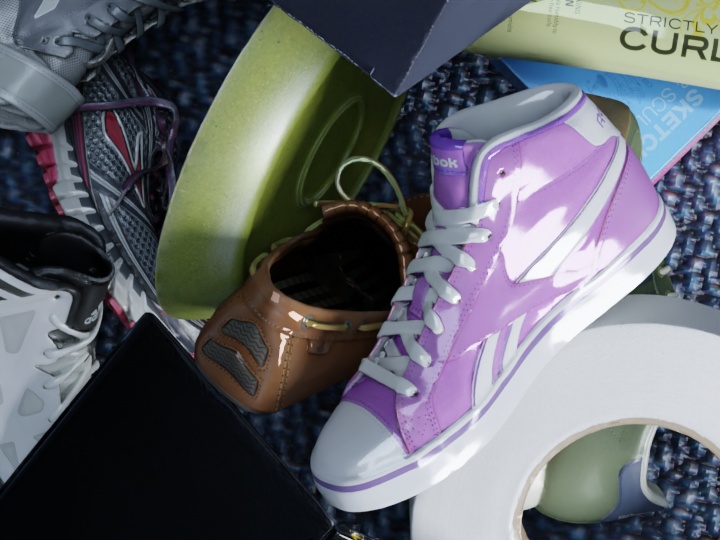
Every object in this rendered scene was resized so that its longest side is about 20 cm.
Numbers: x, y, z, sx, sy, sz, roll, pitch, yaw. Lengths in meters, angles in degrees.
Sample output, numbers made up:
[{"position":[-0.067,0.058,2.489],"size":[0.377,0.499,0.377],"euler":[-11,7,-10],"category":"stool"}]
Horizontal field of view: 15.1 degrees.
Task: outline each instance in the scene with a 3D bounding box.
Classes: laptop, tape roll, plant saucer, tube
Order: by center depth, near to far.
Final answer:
[{"position":[-0.024,-0.059,1.220],"size":[0.031,0.200,0.201],"euler":[30,86,15],"category":"plant saucer"},{"position":[0.121,0.109,1.231],"size":[0.202,0.037,0.204],"euler":[0,112,0],"category":"tape roll"},{"position":[-0.060,0.154,1.234],"size":[0.199,0.116,0.187],"euler":[26,115,-34],"category":"laptop"},{"position":[0.135,-0.119,1.254],"size":[0.199,0.052,0.058],"euler":[7,117,0],"category":"tube"}]

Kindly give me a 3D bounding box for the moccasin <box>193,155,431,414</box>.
[{"position":[-0.001,-0.001,1.222],"size":[0.074,0.201,0.078],"euler":[43,120,18],"category":"moccasin"}]

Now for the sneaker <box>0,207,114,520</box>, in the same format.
[{"position":[-0.137,0.052,1.234],"size":[0.115,0.076,0.201],"euler":[-31,112,35],"category":"sneaker"}]

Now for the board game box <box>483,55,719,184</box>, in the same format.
[{"position":[0.149,-0.154,1.301],"size":[0.200,0.040,0.153],"euler":[-44,83,-2],"category":"board game box"}]

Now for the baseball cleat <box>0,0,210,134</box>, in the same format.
[{"position":[-0.112,-0.115,1.239],"size":[0.199,0.070,0.107],"euler":[-8,66,18],"category":"baseball cleat"}]

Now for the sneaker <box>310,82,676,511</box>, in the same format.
[{"position":[0.035,0.002,1.155],"size":[0.201,0.073,0.114],"euler":[-46,125,-15],"category":"sneaker"}]

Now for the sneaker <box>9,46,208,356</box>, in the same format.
[{"position":[-0.113,-0.048,1.287],"size":[0.074,0.081,0.201],"euler":[-24,82,-1],"category":"sneaker"}]

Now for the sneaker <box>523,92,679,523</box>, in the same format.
[{"position":[0.123,0.023,1.261],"size":[0.089,0.067,0.201],"euler":[10,101,-5],"category":"sneaker"}]

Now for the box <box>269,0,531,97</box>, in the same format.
[{"position":[0.008,-0.192,1.148],"size":[0.182,0.200,0.104],"euler":[37,124,9],"category":"box"}]
